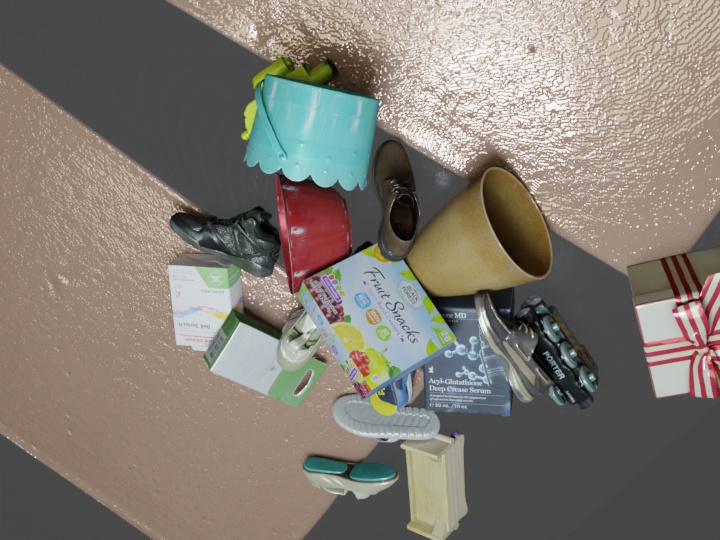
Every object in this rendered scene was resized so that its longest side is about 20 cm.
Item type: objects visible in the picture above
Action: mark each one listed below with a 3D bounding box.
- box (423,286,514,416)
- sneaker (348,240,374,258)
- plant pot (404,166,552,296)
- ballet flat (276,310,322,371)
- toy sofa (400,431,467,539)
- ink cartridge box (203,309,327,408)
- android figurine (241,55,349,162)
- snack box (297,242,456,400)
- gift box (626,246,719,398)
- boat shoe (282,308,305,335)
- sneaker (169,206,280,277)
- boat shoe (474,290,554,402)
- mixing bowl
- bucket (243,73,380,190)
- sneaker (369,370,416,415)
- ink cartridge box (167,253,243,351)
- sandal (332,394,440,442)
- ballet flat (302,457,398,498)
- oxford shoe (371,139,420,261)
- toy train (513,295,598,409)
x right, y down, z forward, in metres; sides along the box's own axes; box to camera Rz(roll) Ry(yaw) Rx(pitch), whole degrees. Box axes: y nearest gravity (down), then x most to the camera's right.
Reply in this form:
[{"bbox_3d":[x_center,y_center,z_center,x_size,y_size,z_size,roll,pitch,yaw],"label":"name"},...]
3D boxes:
[{"bbox_3d":[0.186,0.133,1.393,0.148,0.107,0.201,1,111,13],"label":"box"},{"bbox_3d":[0.000,0.000,1.409,0.199,0.076,0.091,-16,96,15],"label":"sneaker"},{"bbox_3d":[0.172,-0.038,1.304,0.200,0.186,0.187,-27,104,37],"label":"plant pot"},{"bbox_3d":[-0.093,0.105,1.387,0.069,0.070,0.200,35,114,-3],"label":"ballet flat"},{"bbox_3d":[0.139,0.394,1.534,0.083,0.097,0.201,10,116,36],"label":"toy sofa"},{"bbox_3d":[-0.171,0.162,1.479,0.200,0.059,0.104,29,97,-31],"label":"ink cartridge box"},{"bbox_3d":[-0.106,-0.252,1.338,0.200,0.041,0.182,-33,102,20],"label":"android figurine"},{"bbox_3d":[0.024,0.073,1.281,0.200,0.168,0.068,58,156,14],"label":"snack box"},{"bbox_3d":[0.520,0.071,1.247,0.199,0.187,0.185,-18,107,20],"label":"gift box"},{"bbox_3d":[-0.044,0.080,1.443,0.199,0.065,0.074,-8,125,20],"label":"boat shoe"},{"bbox_3d":[-0.228,-0.077,1.422,0.199,0.076,0.115,25,113,-1],"label":"sneaker"},{"bbox_3d":[0.242,0.110,1.278,0.073,0.075,0.201,-26,109,12],"label":"boat shoe"},{"bbox_3d":[-0.074,-0.066,1.341,0.108,0.200,0.201,-8,112,-7],"label":"mixing bowl"},{"bbox_3d":[-0.071,-0.210,1.225,0.206,0.207,0.135,14,103,7],"label":"bucket"},{"bbox_3d":[0.054,0.151,1.456,0.074,0.082,0.201,1,96,42],"label":"sneaker"},{"bbox_3d":[-0.278,0.075,1.497,0.116,0.067,0.201,3,112,11],"label":"ink cartridge box"},{"bbox_3d":[0.045,0.284,1.510,0.202,0.083,0.050,10,139,10],"label":"sandal"},{"bbox_3d":[-0.017,0.399,1.556,0.199,0.069,0.070,3,113,27],"label":"ballet flat"},{"bbox_3d":[0.065,-0.122,1.291,0.072,0.084,0.201,-1,71,-17],"label":"oxford shoe"},{"bbox_3d":[0.324,0.134,1.357,0.085,0.114,0.200,-32,101,28],"label":"toy train"}]
